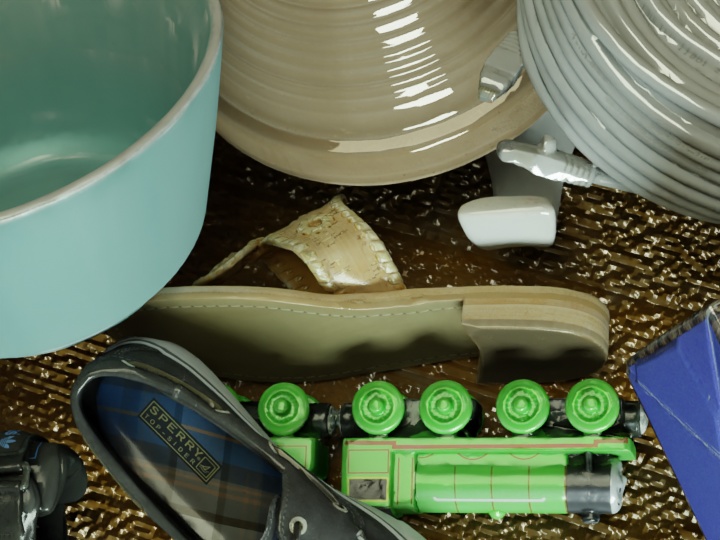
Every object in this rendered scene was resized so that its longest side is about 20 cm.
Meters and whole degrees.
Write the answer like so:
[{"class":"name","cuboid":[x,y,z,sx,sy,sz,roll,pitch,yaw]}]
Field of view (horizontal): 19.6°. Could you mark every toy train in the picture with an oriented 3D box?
[{"class":"toy train","cuboid":[0.019,0.075,0.866,0.199,0.042,0.057,-1,76,13]}]

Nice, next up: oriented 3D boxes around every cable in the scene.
[{"class":"cable","cuboid":[0.159,-0.106,0.801,0.199,0.069,0.201,18,60,2]}]

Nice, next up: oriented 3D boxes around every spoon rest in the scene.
[{"class":"spoon rest","cuboid":[0.071,-0.087,0.922,0.099,0.061,0.201,-1,53,12]}]

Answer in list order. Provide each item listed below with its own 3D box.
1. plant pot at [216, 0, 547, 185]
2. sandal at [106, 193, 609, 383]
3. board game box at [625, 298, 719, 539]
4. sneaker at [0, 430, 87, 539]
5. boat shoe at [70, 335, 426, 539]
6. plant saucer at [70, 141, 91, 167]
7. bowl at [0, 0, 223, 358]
[{"class":"plant pot","cuboid":[0.002,-0.143,0.866,0.200,0.093,0.202,-6,65,12]},{"class":"sandal","cuboid":[0.000,0.003,0.887,0.211,0.078,0.070,3,62,6]},{"class":"board game box","cuboid":[0.224,0.056,0.738,0.199,0.097,0.160,-22,82,-14]},{"class":"sneaker","cuboid":[-0.174,0.071,0.871,0.111,0.077,0.201,-18,86,7]},{"class":"boat shoe","cuboid":[-0.037,0.101,0.826,0.200,0.066,0.070,45,102,8]},{"class":"plant saucer","cuboid":[-0.208,-0.051,0.970,0.200,0.051,0.201,-6,65,12]},{"class":"bowl","cuboid":[-0.140,-0.041,0.843,0.200,0.105,0.201,-9,41,8]}]
